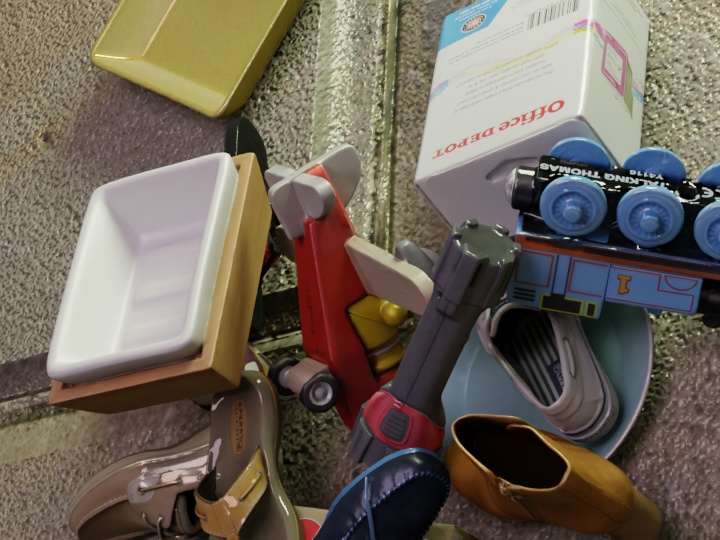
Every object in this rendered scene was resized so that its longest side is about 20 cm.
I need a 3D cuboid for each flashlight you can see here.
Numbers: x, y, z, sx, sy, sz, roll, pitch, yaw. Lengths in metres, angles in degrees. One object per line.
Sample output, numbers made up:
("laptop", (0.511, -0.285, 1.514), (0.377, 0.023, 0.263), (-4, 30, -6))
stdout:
("flashlight", (0.055, 0.056, 1.549), (0.068, 0.068, 0.200), (59, 134, 47))

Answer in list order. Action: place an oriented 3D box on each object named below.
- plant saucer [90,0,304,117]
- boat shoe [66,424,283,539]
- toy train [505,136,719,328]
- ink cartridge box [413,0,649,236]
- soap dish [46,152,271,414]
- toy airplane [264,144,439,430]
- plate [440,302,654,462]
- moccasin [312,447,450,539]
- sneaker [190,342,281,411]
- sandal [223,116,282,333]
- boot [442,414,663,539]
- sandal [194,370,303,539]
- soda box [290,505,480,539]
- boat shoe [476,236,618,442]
("plant saucer", (-0.125, -0.237, 1.977), (0.200, 0.048, 0.200), (26, 84, 43))
("boat shoe", (-0.148, 0.181, 1.760), (0.200, 0.072, 0.065), (-25, 52, 19))
("toy train", (0.196, -0.021, 1.537), (0.200, 0.114, 0.087), (9, 32, 4))
("ink cartridge box", (0.130, -0.127, 1.655), (0.144, 0.085, 0.200), (-21, 36, 29))
("soap dish", (-0.152, 0.014, 1.721), (0.157, 0.081, 0.200), (-14, 50, 30))
("toy airplane", (0.000, 0.000, 1.682), (0.199, 0.141, 0.200), (113, 140, -52))
("plate", (0.131, 0.079, 1.624), (0.200, 0.026, 0.200), (-19, 56, 31))
("moccasin", (0.000, 0.213, 1.540), (0.200, 0.080, 0.068), (-54, 31, 20))
("sneaker", (-0.147, 0.053, 1.810), (0.200, 0.090, 0.075), (32, 88, 43))
("sandal", (-0.087, -0.044, 1.832), (0.045, 0.075, 0.200), (-11, 57, 21))
("boot", (0.100, 0.126, 1.507), (0.201, 0.144, 0.071), (17, 78, 44))
("sandal", (-0.092, 0.162, 1.645), (0.080, 0.054, 0.200), (-23, 58, 29))
("soda box", (-0.001, 0.217, 1.628), (0.200, 0.064, 0.068), (2, 68, 39))
("boat shoe", (0.120, 0.035, 1.592), (0.074, 0.067, 0.200), (-44, 48, 10))
